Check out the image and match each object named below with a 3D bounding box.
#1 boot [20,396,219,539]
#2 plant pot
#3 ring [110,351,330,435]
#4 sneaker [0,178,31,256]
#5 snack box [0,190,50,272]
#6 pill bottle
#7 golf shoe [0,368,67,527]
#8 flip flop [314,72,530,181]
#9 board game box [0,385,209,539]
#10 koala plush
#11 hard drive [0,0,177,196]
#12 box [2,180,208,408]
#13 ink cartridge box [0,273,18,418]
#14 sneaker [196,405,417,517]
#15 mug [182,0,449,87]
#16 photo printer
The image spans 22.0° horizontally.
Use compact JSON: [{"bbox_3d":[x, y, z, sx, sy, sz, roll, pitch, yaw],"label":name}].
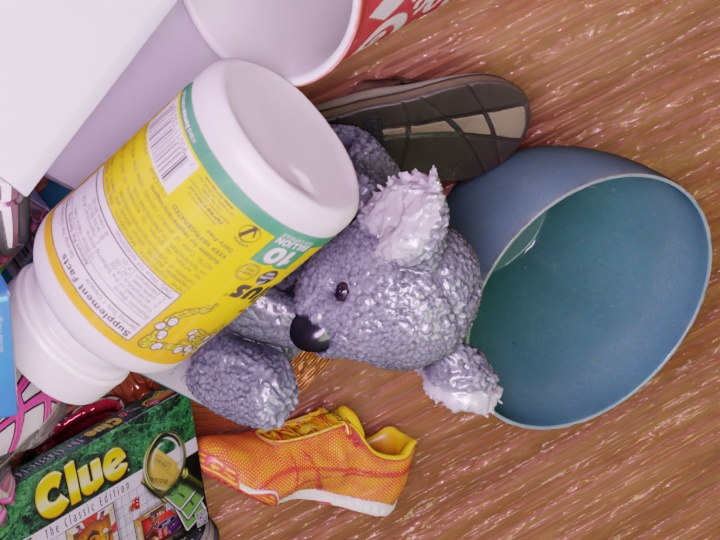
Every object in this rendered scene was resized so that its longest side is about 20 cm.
[{"bbox_3d":[-0.207,0.192,1.262,0.204,0.073,0.154,-37,131,-15],"label":"boot"},{"bbox_3d":[0.125,-0.008,1.299,0.200,0.135,0.200,-17,127,-24],"label":"plant pot"},{"bbox_3d":[-0.085,0.031,1.269,0.200,0.019,0.201,-17,128,-23],"label":"ring"},{"bbox_3d":[-0.164,-0.105,0.995,0.115,0.076,0.200,-17,127,-23],"label":"sneaker"},{"bbox_3d":[-0.300,-0.035,1.063,0.142,0.053,0.200,-50,132,7],"label":"snack box"},{"bbox_3d":[-0.106,-0.014,1.010,0.200,0.113,0.113,-39,136,24],"label":"pill bottle"},{"bbox_3d":[-0.229,0.077,1.104,0.073,0.200,0.092,-11,124,20],"label":"golf shoe"},{"bbox_3d":[0.016,-0.097,1.230,0.200,0.058,0.081,-11,131,-9],"label":"flip flop"},{"bbox_3d":[-0.178,0.158,1.188,0.200,0.023,0.105,-30,119,-44],"label":"board game box"},{"bbox_3d":[0.000,0.000,1.107,0.184,0.200,0.178,-30,118,-28],"label":"koala plush"},{"bbox_3d":[-0.156,-0.155,0.927,0.132,0.025,0.200,41,83,-37],"label":"hard drive"},{"bbox_3d":[-0.132,0.021,1.186,0.200,0.049,0.082,31,98,-37],"label":"box"},{"bbox_3d":[-0.297,0.028,0.971,0.200,0.146,0.086,-12,127,-24],"label":"ink cartridge box"},{"bbox_3d":[-0.044,0.130,1.337,0.200,0.073,0.077,10,101,-45],"label":"sneaker"},{"bbox_3d":[0.022,-0.199,1.054,0.200,0.177,0.134,-30,106,-46],"label":"mug"},{"bbox_3d":[-0.167,-0.137,1.069,0.200,0.069,0.166,30,101,-42],"label":"photo printer"}]
